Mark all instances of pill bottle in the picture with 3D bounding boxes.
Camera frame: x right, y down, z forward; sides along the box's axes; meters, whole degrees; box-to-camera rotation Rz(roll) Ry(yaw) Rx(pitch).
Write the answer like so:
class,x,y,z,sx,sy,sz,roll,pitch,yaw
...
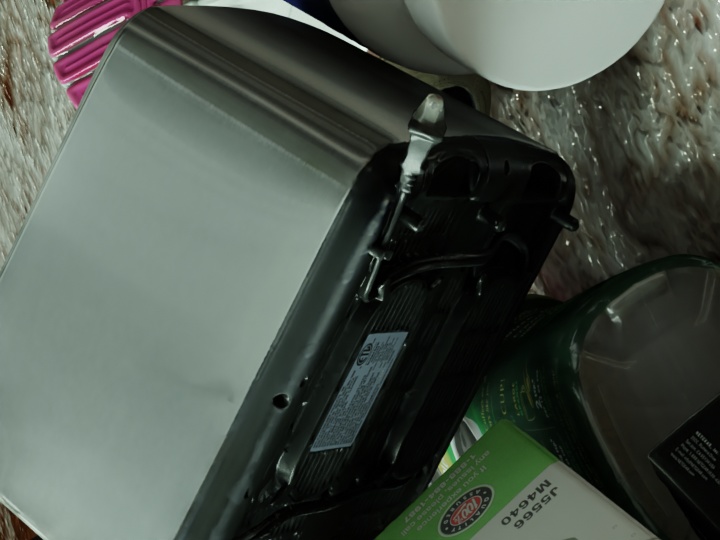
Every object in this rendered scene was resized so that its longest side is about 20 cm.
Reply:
class,x,y,z,sx,sy,sz,roll,pitch,yaw
pill bottle,0.018,-0.134,0.897,0.200,0.115,0.116,35,144,56

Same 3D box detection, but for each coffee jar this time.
class,x,y,z,sx,sy,sz,roll,pitch,yaw
coffee jar,0.086,0.056,0.978,0.105,0.085,0.200,62,161,-4

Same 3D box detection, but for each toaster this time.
class,x,y,z,sx,sy,sz,roll,pitch,yaw
toaster,-0.025,0.009,0.874,0.118,0.181,0.201,32,104,20

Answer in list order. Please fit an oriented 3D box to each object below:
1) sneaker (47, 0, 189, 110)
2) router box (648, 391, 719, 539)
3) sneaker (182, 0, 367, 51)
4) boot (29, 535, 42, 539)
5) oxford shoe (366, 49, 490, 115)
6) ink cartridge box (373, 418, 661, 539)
class,x,y,z,sx,sy,sz,roll,pitch,yaw
sneaker,-0.099,-0.079,1.323,0.088,0.081,0.201,29,-133,-61
router box,0.182,0.137,0.797,0.200,0.051,0.149,48,175,44
sneaker,-0.030,-0.098,1.143,0.087,0.074,0.200,62,162,-3
boot,-0.190,0.287,2.045,0.201,0.064,0.186,61,163,2
oxford shoe,0.000,0.000,1.035,0.074,0.070,0.201,-106,30,-70
ink cartridge box,0.056,0.150,0.797,0.084,0.145,0.200,50,173,-27
